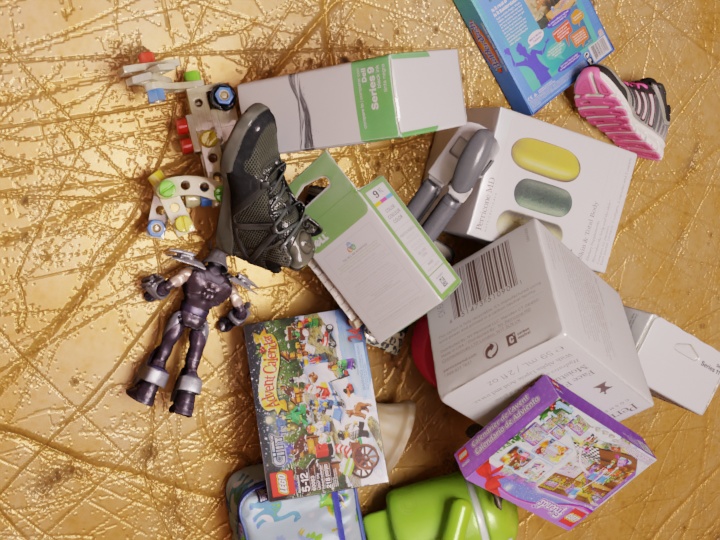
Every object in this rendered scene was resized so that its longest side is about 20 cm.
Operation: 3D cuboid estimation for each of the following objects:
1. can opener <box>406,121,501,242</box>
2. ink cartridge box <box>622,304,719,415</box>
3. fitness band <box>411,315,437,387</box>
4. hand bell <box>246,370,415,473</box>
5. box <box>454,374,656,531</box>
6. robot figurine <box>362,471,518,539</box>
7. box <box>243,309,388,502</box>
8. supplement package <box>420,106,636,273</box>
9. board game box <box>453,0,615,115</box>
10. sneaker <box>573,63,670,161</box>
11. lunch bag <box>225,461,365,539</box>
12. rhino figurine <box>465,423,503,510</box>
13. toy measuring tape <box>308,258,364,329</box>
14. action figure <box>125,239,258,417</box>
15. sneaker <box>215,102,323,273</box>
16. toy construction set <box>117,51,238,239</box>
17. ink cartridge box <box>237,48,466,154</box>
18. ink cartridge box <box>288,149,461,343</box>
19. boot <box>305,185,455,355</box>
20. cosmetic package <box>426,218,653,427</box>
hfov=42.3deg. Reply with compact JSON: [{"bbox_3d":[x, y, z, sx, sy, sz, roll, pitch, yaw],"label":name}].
[{"bbox_3d":[0.080,-0.075,1.024,0.053,0.067,0.200,38,106,9],"label":"can opener"},{"bbox_3d":[0.345,0.101,1.201,0.146,0.200,0.083,27,87,-23],"label":"ink cartridge box"},{"bbox_3d":[0.150,0.065,1.188,0.200,0.037,0.144,-45,124,-11],"label":"fitness band"},{"bbox_3d":[-0.045,0.165,1.125,0.199,0.104,0.105,26,87,-10],"label":"hand bell"},{"bbox_3d":[0.217,0.205,1.023,0.200,0.039,0.137,33,110,-36],"label":"box"},{"bbox_3d":[0.106,0.317,1.163,0.199,0.176,0.116,-15,71,-1],"label":"robot figurine"},{"bbox_3d":[-0.051,0.151,1.058,0.136,0.038,0.201,-9,80,-4],"label":"box"},{"bbox_3d":[0.197,-0.099,1.138,0.199,0.151,0.153,14,93,-23],"label":"supplement package"},{"bbox_3d":[0.214,-0.321,1.172,0.152,0.045,0.200,-38,111,-13],"label":"board game box"},{"bbox_3d":[0.349,-0.224,1.219,0.200,0.074,0.088,31,76,-39],"label":"sneaker"},{"bbox_3d":[-0.072,0.321,1.125,0.160,0.082,0.201,-13,103,-23],"label":"lunch bag"},{"bbox_3d":[0.168,0.212,1.132,0.060,0.200,0.088,-23,120,19],"label":"rhino figurine"},{"bbox_3d":[-0.067,-0.012,1.069,0.073,0.074,0.200,-39,89,-13],"label":"toy measuring tape"},{"bbox_3d":[-0.193,0.058,1.046,0.130,0.069,0.201,23,85,-17],"label":"action figure"},{"bbox_3d":[-0.087,-0.075,0.954,0.076,0.114,0.200,-47,158,-43],"label":"sneaker"},{"bbox_3d":[-0.190,-0.140,1.009,0.130,0.092,0.201,-14,108,-12],"label":"toy construction set"},{"bbox_3d":[-0.010,-0.177,0.992,0.146,0.199,0.085,-23,107,-54],"label":"ink cartridge box"},{"bbox_3d":[0.006,-0.032,1.012,0.200,0.104,0.059,52,38,-2],"label":"ink cartridge box"},{"bbox_3d":[0.001,0.001,1.114,0.203,0.073,0.154,26,90,-22],"label":"boot"},{"bbox_3d":[0.200,0.083,1.062,0.165,0.166,0.200,-32,133,28],"label":"cosmetic package"}]
